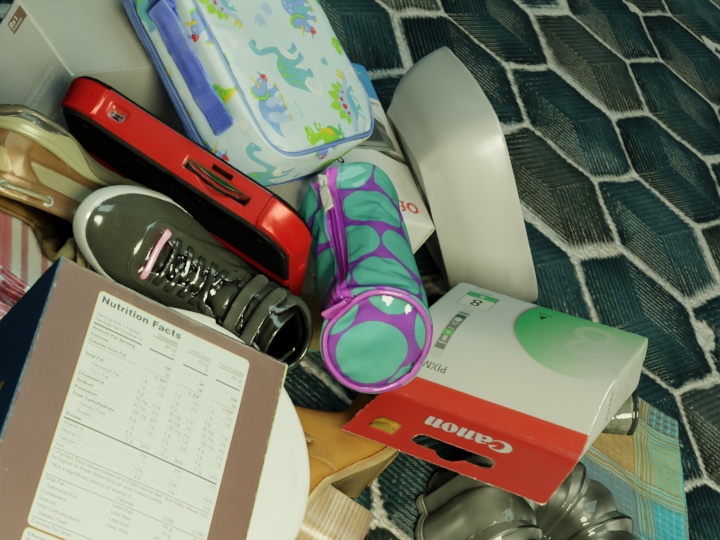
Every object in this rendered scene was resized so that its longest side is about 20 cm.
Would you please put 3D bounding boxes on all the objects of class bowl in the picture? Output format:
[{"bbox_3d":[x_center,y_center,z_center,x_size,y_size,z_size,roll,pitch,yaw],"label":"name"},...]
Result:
[{"bbox_3d":[0.084,-0.075,1.376,0.200,0.074,0.201,-117,-171,-58],"label":"bowl"}]

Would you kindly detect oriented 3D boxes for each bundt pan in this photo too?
[{"bbox_3d":[0.141,0.211,1.188,0.201,0.076,0.203,27,35,-21],"label":"bundt pan"}]

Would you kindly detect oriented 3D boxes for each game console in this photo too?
[{"bbox_3d":[-0.124,-0.054,1.120,0.199,0.177,0.031,34,76,6],"label":"game console"}]

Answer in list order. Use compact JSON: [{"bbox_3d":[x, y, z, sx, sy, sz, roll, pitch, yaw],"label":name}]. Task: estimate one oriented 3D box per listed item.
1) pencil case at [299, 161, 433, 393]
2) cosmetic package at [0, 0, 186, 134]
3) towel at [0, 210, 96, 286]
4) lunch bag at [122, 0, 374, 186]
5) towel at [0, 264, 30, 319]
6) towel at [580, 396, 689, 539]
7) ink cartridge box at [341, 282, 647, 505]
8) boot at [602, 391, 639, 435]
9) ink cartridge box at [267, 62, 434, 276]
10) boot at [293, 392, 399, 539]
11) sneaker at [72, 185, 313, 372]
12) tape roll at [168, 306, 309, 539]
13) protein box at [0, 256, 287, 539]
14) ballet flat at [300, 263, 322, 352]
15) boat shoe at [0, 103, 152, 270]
[{"bbox_3d":[0.000,0.000,1.150,0.093,0.085,0.201,48,15,-29],"label":"pencil case"},{"bbox_3d":[-0.203,-0.155,1.228,0.090,0.107,0.199,50,35,13],"label":"cosmetic package"},{"bbox_3d":[-0.193,0.009,1.122,0.199,0.030,0.147,24,36,-30],"label":"towel"},{"bbox_3d":[-0.089,-0.165,1.202,0.160,0.082,0.201,-23,83,-55],"label":"lunch bag"},{"bbox_3d":[-0.241,0.061,0.982,0.199,0.023,0.145,36,49,-9],"label":"towel"},{"bbox_3d":[0.233,0.168,1.384,0.146,0.022,0.201,32,34,-16],"label":"towel"},{"bbox_3d":[0.100,0.080,1.125,0.159,0.051,0.200,17,25,23],"label":"ink cartridge box"},{"bbox_3d":[0.128,0.088,1.252,0.129,0.068,0.200,-3,25,-24],"label":"boot"},{"bbox_3d":[-0.040,-0.095,1.346,0.144,0.084,0.201,10,45,-38],"label":"ink cartridge box"},{"bbox_3d":[-0.050,0.110,1.110,0.154,0.074,0.200,34,31,-6],"label":"boot"},{"bbox_3d":[-0.104,0.008,1.065,0.099,0.071,0.200,26,-8,45],"label":"sneaker"},{"bbox_3d":[-0.127,0.119,0.981,0.201,0.037,0.205,13,59,-23],"label":"tape roll"},{"bbox_3d":[-0.158,0.139,0.797,0.134,0.198,0.202,27,54,-21],"label":"protein box"},{"bbox_3d":[-0.087,-0.020,1.226,0.200,0.063,0.069,43,22,1],"label":"ballet flat"},{"bbox_3d":[-0.196,-0.036,1.086,0.199,0.075,0.074,36,64,-33],"label":"boat shoe"}]
